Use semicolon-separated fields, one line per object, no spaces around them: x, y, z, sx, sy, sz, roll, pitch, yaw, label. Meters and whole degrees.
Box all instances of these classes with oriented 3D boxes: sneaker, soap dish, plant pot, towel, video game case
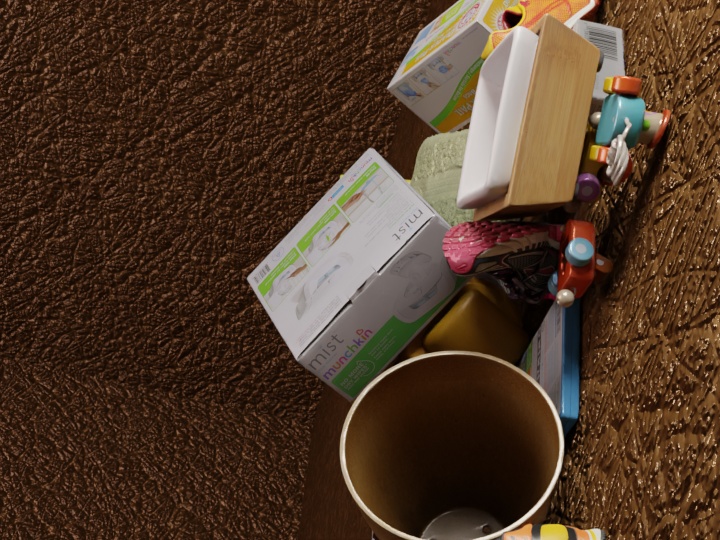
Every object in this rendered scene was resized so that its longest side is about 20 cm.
0.144;-0.006;1.093;0.199;0.080;0.075;-1;-84;-54;sneaker
0.121;0.238;0.945;0.200;0.089;0.070;112;169;-61;sneaker
0.144;-0.122;1.056;0.200;0.081;0.158;148;133;-87;soap dish
0.192;-0.258;1.226;0.200;0.077;0.073;-42;-19;-45;sneaker
0.088;0.205;1.069;0.201;0.185;0.187;78;-164;-49;plant pot
0.107;-0.085;1.306;0.200;0.036;0.149;-3;75;60;towel
0.167;0.127;1.144;0.200;0.018;0.144;109;171;-52;video game case

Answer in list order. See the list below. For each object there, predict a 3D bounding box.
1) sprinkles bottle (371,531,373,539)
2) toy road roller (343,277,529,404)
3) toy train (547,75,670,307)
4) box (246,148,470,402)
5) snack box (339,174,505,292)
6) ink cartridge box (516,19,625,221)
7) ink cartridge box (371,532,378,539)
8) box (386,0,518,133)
0.049;0.351;1.635;0.200;0.068;0.069;-85;9;-56;sprinkles bottle
0.088;0.097;1.253;0.200;0.123;0.146;-52;6;-19;toy road roller
0.207;-0.065;0.989;0.200;0.055;0.151;104;175;-57;toy train
0.000;0.000;1.253;0.200;0.097;0.177;-46;36;4;box
0.074;-0.043;1.444;0.053;0.199;0.143;103;166;-47;snack box
0.205;-0.134;1.195;0.201;0.050;0.109;107;174;-50;ink cartridge box
0.054;0.379;1.312;0.200;0.083;0.177;-103;26;-67;ink cartridge box
0.140;-0.264;1.466;0.200;0.101;0.113;-29;28;55;box
